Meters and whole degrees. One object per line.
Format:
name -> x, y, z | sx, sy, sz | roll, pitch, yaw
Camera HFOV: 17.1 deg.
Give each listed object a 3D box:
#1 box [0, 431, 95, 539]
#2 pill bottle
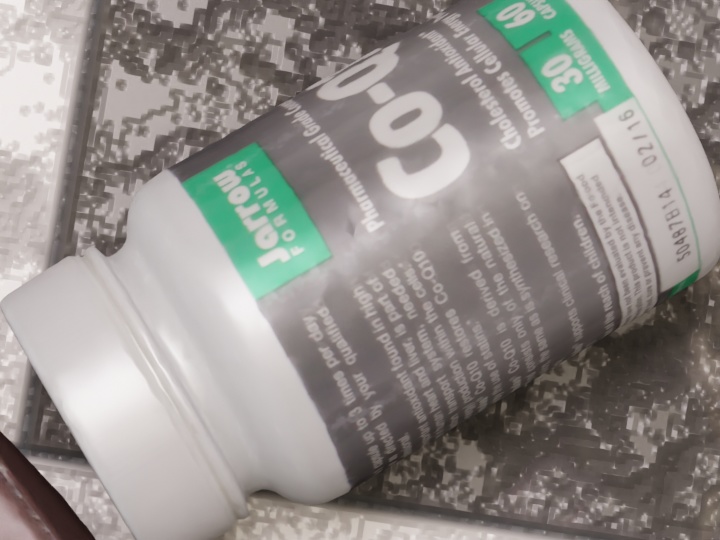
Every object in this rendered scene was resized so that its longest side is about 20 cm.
box -> -0.113, 0.158, 0.658 | 0.166, 0.164, 0.200 | -39, 73, -6
pill bottle -> 0.000, 0.000, 0.730 | 0.200, 0.113, 0.113 | -31, 92, -8
